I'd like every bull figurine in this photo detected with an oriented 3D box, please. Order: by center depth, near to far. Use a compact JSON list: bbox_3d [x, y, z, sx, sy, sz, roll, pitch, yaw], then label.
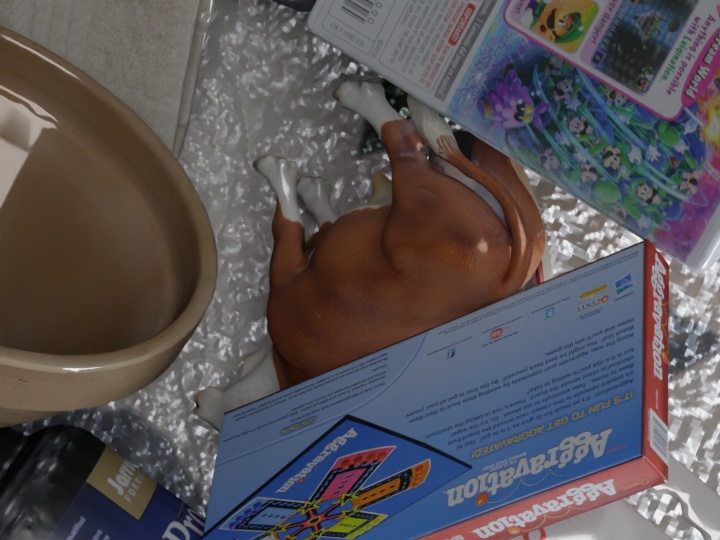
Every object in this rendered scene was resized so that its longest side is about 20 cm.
[{"bbox_3d":[0.000,0.000,0.966,0.065,0.200,0.122,3,64,-42],"label":"bull figurine"}]

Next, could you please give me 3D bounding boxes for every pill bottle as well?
[{"bbox_3d":[-0.108,0.134,0.947,0.199,0.112,0.112,37,79,-6],"label":"pill bottle"}]

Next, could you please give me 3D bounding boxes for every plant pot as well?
[{"bbox_3d":[-0.161,-0.006,0.893,0.200,0.201,0.093,31,121,-7],"label":"plant pot"}]

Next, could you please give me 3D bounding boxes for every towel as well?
[{"bbox_3d":[-0.121,-0.136,0.951,0.131,0.035,0.201,16,119,4],"label":"towel"}]

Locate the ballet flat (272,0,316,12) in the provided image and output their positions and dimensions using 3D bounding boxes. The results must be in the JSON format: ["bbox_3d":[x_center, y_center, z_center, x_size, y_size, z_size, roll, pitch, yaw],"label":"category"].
[{"bbox_3d":[-0.079,-0.175,1.001,0.199,0.072,0.072,28,81,-7],"label":"ballet flat"}]

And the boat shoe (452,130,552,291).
[{"bbox_3d":[0.046,0.039,1.008,0.062,0.071,0.202,-7,92,-15],"label":"boat shoe"}]

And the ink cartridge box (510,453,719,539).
[{"bbox_3d":[0.059,0.156,0.878,0.116,0.068,0.200,39,81,4],"label":"ink cartridge box"}]

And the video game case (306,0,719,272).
[{"bbox_3d":[0.100,-0.131,0.870,0.181,0.024,0.201,32,104,15],"label":"video game case"}]

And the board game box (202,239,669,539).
[{"bbox_3d":[0.025,0.065,0.879,0.019,0.199,0.103,46,35,-33],"label":"board game box"}]
